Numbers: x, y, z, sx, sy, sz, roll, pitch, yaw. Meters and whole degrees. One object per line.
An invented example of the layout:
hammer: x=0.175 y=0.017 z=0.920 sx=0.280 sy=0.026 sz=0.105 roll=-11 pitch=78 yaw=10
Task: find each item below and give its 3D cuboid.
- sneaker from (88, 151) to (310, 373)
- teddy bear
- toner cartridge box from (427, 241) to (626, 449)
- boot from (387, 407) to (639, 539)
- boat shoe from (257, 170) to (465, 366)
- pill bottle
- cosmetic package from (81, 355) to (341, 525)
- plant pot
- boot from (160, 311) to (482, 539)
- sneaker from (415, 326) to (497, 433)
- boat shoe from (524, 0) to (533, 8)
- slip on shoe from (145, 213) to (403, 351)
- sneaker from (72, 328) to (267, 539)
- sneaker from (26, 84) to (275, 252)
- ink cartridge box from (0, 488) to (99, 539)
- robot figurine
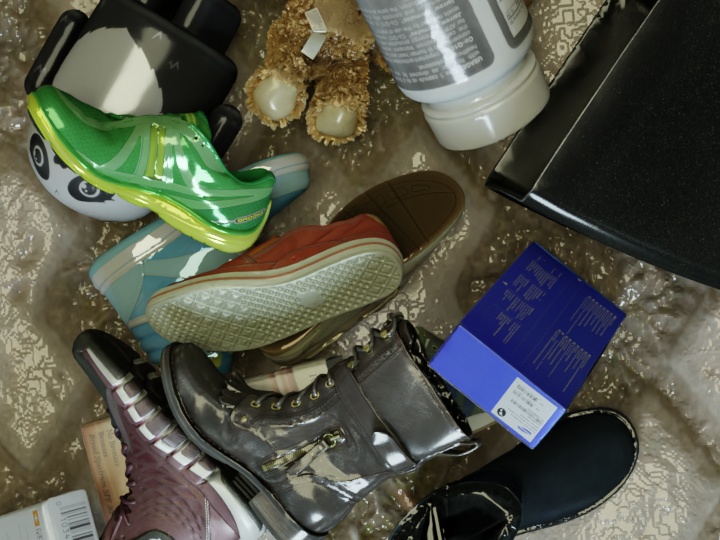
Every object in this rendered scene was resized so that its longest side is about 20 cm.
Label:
sneaker: x=-0.101 y=0.003 z=1.300 sx=0.200 sy=0.080 sz=0.131 roll=-31 pitch=84 yaw=15
teddy bear: x=-0.025 y=-0.196 z=1.291 sx=0.144 sy=0.067 sz=0.201 roll=0 pitch=87 yaw=-9
toner cartridge box: x=0.126 y=0.049 z=1.210 sx=0.095 sy=0.200 sz=0.043 roll=40 pitch=117 yaw=5
boot: x=0.118 y=0.169 z=1.225 sx=0.200 sy=0.168 sz=0.077 roll=-26 pitch=86 yaw=5
boat shoe: x=0.000 y=0.000 z=1.295 sx=0.200 sy=0.065 sz=0.072 roll=-41 pitch=64 yaw=-3
pill bottle: x=0.060 y=-0.196 z=1.229 sx=0.114 sy=0.114 sz=0.200 roll=-25 pitch=117 yaw=6
cosmetic package: x=-0.102 y=0.140 z=1.292 sx=0.199 sy=0.087 sz=0.104 roll=-17 pitch=86 yaw=6
plant pot: x=0.229 y=-0.092 z=1.210 sx=0.177 sy=0.200 sz=0.200 roll=33 pitch=93 yaw=-5
boot: x=-0.029 y=0.088 z=1.184 sx=0.174 sy=0.069 sz=0.200 roll=-42 pitch=86 yaw=19
sneaker: x=0.069 y=0.080 z=1.252 sx=0.200 sy=0.067 sz=0.090 roll=-21 pitch=87 yaw=-22
boat shoe: x=0.081 y=-0.294 z=1.289 sx=0.072 sy=0.072 sz=0.200 roll=-41 pitch=85 yaw=-9
slip on shoe: x=-0.064 y=0.008 z=1.241 sx=0.199 sy=0.061 sz=0.074 roll=-18 pitch=130 yaw=10
sneaker: x=-0.169 y=0.147 z=1.221 sx=0.115 sy=0.076 sz=0.200 roll=-42 pitch=86 yaw=9
sneaker: x=-0.150 y=-0.088 z=1.201 sx=0.200 sy=0.074 sz=0.084 roll=28 pitch=98 yaw=-26
ink cartridge box: x=-0.236 y=0.278 z=1.279 sx=0.047 sy=0.200 sz=0.198 roll=-15 pitch=85 yaw=-30
robot figurine: x=-0.174 y=-0.135 z=1.284 sx=0.125 sy=0.150 sz=0.200 roll=30 pitch=93 yaw=-31
